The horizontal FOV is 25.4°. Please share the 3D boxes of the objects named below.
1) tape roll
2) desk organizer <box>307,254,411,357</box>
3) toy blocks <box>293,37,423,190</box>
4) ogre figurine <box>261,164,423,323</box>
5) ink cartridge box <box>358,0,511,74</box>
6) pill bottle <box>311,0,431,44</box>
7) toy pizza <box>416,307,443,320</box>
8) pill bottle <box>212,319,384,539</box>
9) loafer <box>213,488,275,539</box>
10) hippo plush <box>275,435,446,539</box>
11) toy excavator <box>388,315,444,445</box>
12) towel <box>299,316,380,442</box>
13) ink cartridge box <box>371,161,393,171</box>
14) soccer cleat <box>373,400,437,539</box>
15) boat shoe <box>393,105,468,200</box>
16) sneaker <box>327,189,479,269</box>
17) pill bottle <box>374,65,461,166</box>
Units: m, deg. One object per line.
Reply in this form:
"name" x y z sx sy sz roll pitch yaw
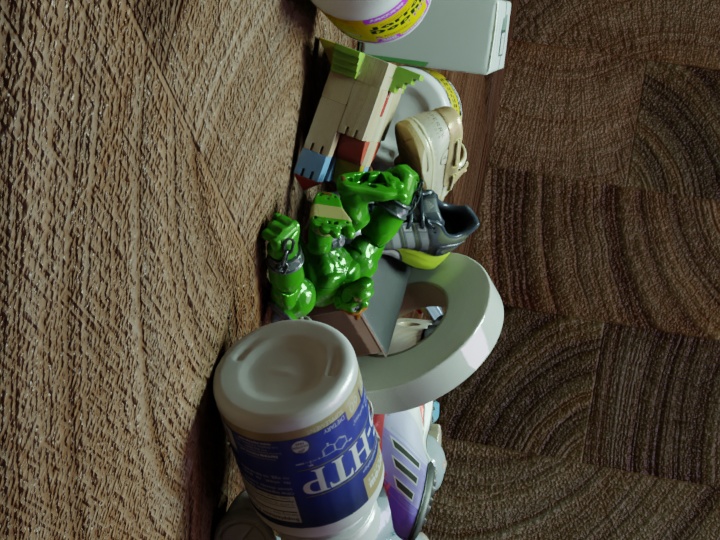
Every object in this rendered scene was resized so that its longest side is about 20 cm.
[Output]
"tape roll" 0.049 0.062 1.646 0.037 0.202 0.203 58 33 -34
"desk organizer" 0.000 0.000 1.664 0.072 0.077 0.200 60 32 -34
"toy blocks" -0.008 -0.139 1.534 0.200 0.100 0.137 -28 138 -80
"ogre figurine" -0.023 -0.022 1.472 0.200 0.098 0.120 -55 165 -54
"ink cartridge box" 0.088 -0.272 1.798 0.200 0.145 0.084 -44 142 -78
"pill bottle" 0.002 -0.258 1.366 0.200 0.104 0.105 4 95 -81
"toy pizza" 0.041 -0.023 1.873 0.201 0.032 0.200 62 6 -11
"pill bottle" -0.044 0.151 1.335 0.120 0.119 0.200 -72 156 -45
"loafer" -0.098 0.291 1.439 0.063 0.072 0.201 -80 173 -65
"hippo plush" 0.004 0.236 1.751 0.200 0.159 0.161 15 95 -42
"toy excavator" 0.056 0.146 1.804 0.194 0.100 0.201 -29 123 -76
"towel" -0.028 0.143 1.597 0.133 0.034 0.200 53 -21 30
"ink cartridge box" 0.061 -0.064 1.855 0.094 0.044 0.200 62 5 -30
"soccer cleat" 0.035 0.185 1.628 0.068 0.073 0.200 120 -20 -48
"boat shoe" 0.079 -0.111 1.658 0.074 0.069 0.200 60 -7 14
"sneaker" 0.035 -0.053 1.594 0.200 0.081 0.074 4 61 -46
"pill bottle" 0.057 -0.177 1.814 0.200 0.111 0.112 -39 138 -79
